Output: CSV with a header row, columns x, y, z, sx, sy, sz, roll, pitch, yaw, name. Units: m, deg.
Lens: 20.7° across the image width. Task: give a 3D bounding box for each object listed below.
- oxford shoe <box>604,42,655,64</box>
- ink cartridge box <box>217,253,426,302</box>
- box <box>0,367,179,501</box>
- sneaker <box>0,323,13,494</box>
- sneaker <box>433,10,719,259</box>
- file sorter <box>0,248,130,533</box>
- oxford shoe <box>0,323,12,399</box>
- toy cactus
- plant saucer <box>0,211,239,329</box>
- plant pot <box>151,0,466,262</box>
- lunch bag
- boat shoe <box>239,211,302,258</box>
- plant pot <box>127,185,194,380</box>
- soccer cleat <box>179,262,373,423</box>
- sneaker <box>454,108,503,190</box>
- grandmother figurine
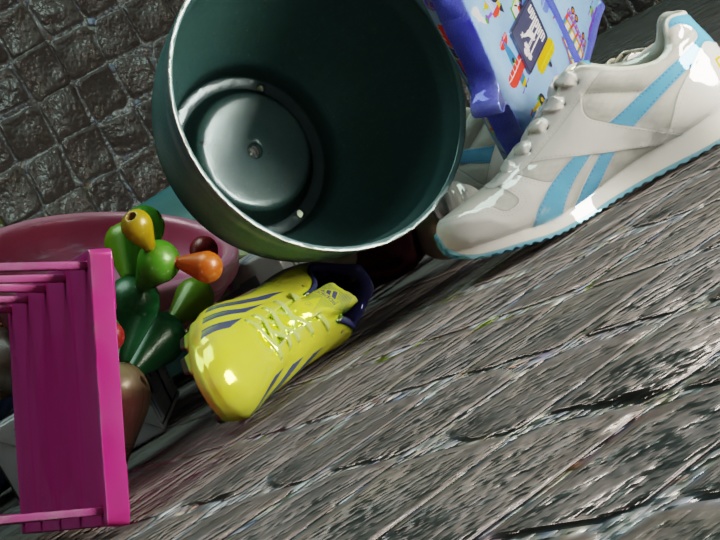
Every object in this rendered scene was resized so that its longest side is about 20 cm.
x,y,z,sx,sy,sz,roll,pitch,yaw,name
0.205,-0.137,1.510,0.075,0.058,0.200,-34,3,-14,oxford shoe
-0.045,0.004,1.493,0.117,0.068,0.199,-33,5,-40,ink cartridge box
-0.197,0.103,1.428,0.116,0.060,0.200,-30,5,-1,box
-0.300,0.086,1.531,0.076,0.202,0.111,-1,6,11,sneaker
0.125,-0.074,1.152,0.199,0.081,0.077,-31,6,3,sneaker
-0.213,0.073,1.064,0.124,0.141,0.200,-2,-7,-22,file sorter
-0.232,0.055,1.491,0.072,0.072,0.200,-8,12,11,oxford shoe
-0.136,0.044,1.226,0.101,0.167,0.200,13,3,8,toy cactus
-0.187,0.008,1.433,0.198,0.051,0.201,0,19,0,plant saucer
-0.050,-0.092,1.260,0.199,0.201,0.134,-32,0,-29,plant pot
0.082,-0.159,1.232,0.093,0.151,0.201,-14,36,21,lunch bag
-0.063,-0.018,1.693,0.063,0.073,0.201,-52,2,-14,boat shoe
-0.171,0.027,1.696,0.140,0.142,0.200,-30,11,-7,plant pot
-0.046,0.034,1.183,0.083,0.065,0.200,-26,5,20,soccer cleat
0.124,-0.097,1.334,0.076,0.081,0.199,-32,5,-42,sneaker
0.000,0.000,1.329,0.199,0.061,0.121,-27,0,9,grandmother figurine
